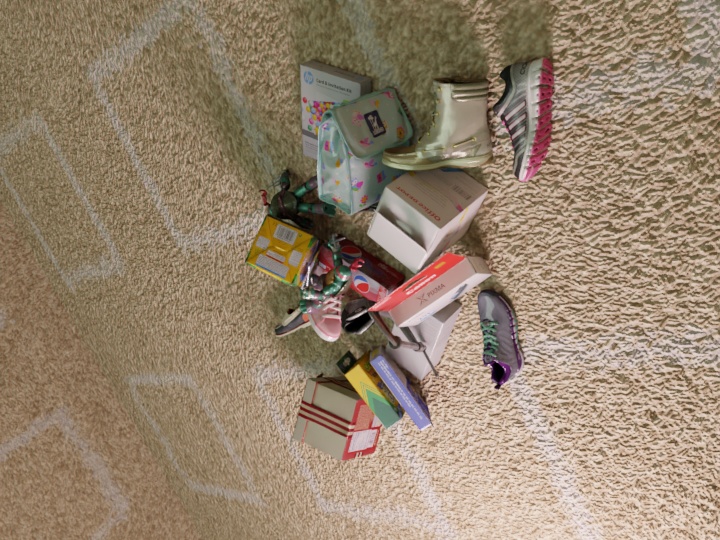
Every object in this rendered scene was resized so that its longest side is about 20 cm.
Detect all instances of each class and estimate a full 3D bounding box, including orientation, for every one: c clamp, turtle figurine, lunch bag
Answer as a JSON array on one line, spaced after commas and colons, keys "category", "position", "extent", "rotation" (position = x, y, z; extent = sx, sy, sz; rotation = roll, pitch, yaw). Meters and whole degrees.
[{"category": "c clamp", "position": [0.085, 0.131, 1.370], "extent": [0.027, 0.200, 0.171], "rotation": [-38, 61, 15]}, {"category": "turtle figurine", "position": [-0.071, 0.019, 1.460], "extent": [0.101, 0.150, 0.200], "rotation": [37, 147, -4]}, {"category": "turtle figurine", "position": [-0.150, -0.155, 1.554], "extent": [0.199, 0.101, 0.150], "rotation": [-9, 111, 41]}, {"category": "lunch bag", "position": [0.007, -0.233, 1.283], "extent": [0.122, 0.170, 0.201], "rotation": [31, 137, 38]}]

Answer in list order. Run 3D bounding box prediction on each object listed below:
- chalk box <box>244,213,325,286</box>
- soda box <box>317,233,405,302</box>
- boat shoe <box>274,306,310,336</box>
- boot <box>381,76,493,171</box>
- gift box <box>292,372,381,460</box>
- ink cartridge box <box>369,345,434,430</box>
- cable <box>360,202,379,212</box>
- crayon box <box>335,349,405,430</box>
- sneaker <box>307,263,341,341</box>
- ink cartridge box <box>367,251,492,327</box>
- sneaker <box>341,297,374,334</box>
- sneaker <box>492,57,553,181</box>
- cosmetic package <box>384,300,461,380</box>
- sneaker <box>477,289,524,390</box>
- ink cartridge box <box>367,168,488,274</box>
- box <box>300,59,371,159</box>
[{"category": "chalk box", "position": [-0.168, -0.041, 1.572], "extent": [0.124, 0.124, 0.200], "rotation": [25, 179, 7]}, {"category": "soda box", "position": [0.000, 0.000, 1.535], "extent": [0.200, 0.070, 0.064], "rotation": [34, 134, 23]}, {"category": "boat shoe", "position": [-0.170, 0.126, 1.790], "extent": [0.200, 0.071, 0.063], "rotation": [-27, 92, 48]}, {"category": "boot", "position": [0.130, -0.258, 1.188], "extent": [0.199, 0.072, 0.155], "rotation": [-2, 118, 12]}, {"category": "gift box", "position": [-0.053, 0.381, 1.754], "extent": [0.186, 0.200, 0.185], "rotation": [16, 88, 32]}, {"category": "ink cartridge box", "position": [0.093, 0.274, 1.574], "extent": [0.198, 0.047, 0.200], "rotation": [54, -176, 0]}, {"category": "cable", "position": [0.028, -0.132, 1.429], "extent": [0.200, 0.050, 0.097], "rotation": [36, 141, 21]}, {"category": "crayon box", "position": [0.034, 0.276, 1.654], "extent": [0.052, 0.126, 0.200], "rotation": [-39, 88, 17]}, {"category": "sneaker", "position": [-0.075, 0.059, 1.598], "extent": [0.105, 0.075, 0.201], "rotation": [-46, 47, 42]}, {"category": "ink cartridge box", "position": [0.136, 0.041, 1.300], "extent": [0.200, 0.176, 0.045], "rotation": [-37, 71, 24]}, {"category": "sneaker", "position": [-0.016, 0.115, 1.597], "extent": [0.075, 0.115, 0.200], "rotation": [54, 140, -1]}, {"category": "sneaker", "position": [0.261, -0.248, 1.109], "extent": [0.087, 0.074, 0.201], "rotation": [18, 124, 34]}, {"category": "cosmetic package", "position": [0.135, 0.133, 1.495], "extent": [0.113, 0.081, 0.200], "rotation": [36, 138, 20]}, {"category": "sneaker", "position": [0.273, 0.139, 1.359], "extent": [0.074, 0.087, 0.201], "rotation": [-5, 114, 45]}, {"category": "ink cartridge box", "position": [0.116, -0.103, 1.249], "extent": [0.128, 0.200, 0.125], "rotation": [39, 138, 16]}, {"category": "box", "position": [-0.052, -0.311, 1.387], "extent": [0.156, 0.041, 0.201], "rotation": [26, 132, 28]}]
